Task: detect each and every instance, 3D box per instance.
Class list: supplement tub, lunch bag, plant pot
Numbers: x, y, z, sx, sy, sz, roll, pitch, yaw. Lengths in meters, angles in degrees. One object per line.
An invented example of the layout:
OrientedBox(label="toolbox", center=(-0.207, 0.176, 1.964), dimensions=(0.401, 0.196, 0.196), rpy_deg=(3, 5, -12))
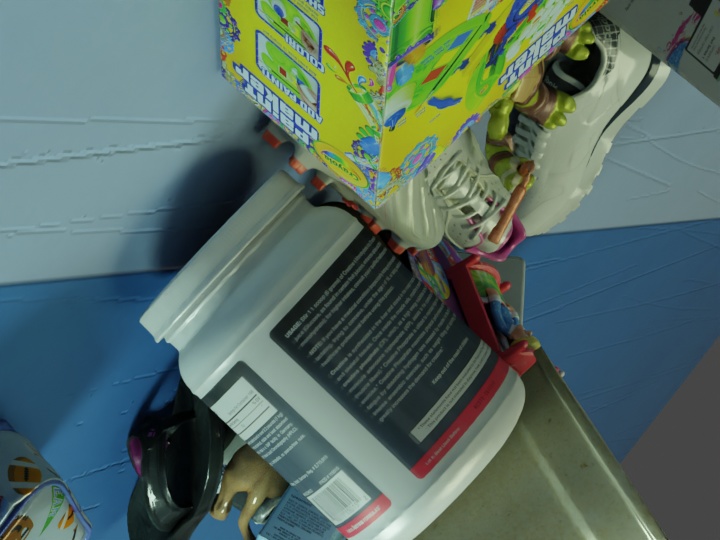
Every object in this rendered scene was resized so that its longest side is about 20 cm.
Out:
OrientedBox(label="supplement tub", center=(-0.016, 0.053, 1.186), dimensions=(0.140, 0.200, 0.140), rpy_deg=(-46, -178, 2))
OrientedBox(label="lunch bag", center=(-0.248, 0.187, 1.168), dimensions=(0.200, 0.076, 0.160), rpy_deg=(-45, 164, -15))
OrientedBox(label="plant pot", center=(0.094, 0.182, 1.287), dimensions=(0.183, 0.201, 0.200), rpy_deg=(-34, 162, 3))

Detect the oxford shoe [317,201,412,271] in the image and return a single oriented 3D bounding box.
OrientedBox(label="oxford shoe", center=(0.000, 0.000, 1.399), dimensions=(0.200, 0.072, 0.085), rpy_deg=(65, 29, -58))

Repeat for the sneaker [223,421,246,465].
OrientedBox(label="sneaker", center=(-0.055, 0.113, 1.461), dimensions=(0.074, 0.079, 0.200), rpy_deg=(-52, 161, 15))

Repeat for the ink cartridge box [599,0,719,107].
OrientedBox(label="ink cartridge box", center=(0.260, -0.174, 1.418), dimensions=(0.084, 0.200, 0.145), rpy_deg=(-55, 161, 20))

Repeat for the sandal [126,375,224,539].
OrientedBox(label="sandal", center=(-0.133, 0.141, 1.357), dimensions=(0.048, 0.076, 0.201), rpy_deg=(-6, 142, -27))

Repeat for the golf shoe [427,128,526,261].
OrientedBox(label="golf shoe", center=(0.066, -0.061, 1.372), dimensions=(0.075, 0.091, 0.200), rpy_deg=(-48, 161, 2))

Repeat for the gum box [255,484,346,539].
OrientedBox(label="gum box", center=(-0.018, 0.150, 1.354), dimensions=(0.200, 0.044, 0.170), rpy_deg=(-56, 171, -36))

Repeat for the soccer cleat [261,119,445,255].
OrientedBox(label="soccer cleat", center=(0.015, -0.068, 1.233), dimensions=(0.078, 0.069, 0.200), rpy_deg=(-47, 149, 4))

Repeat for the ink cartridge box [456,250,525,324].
OrientedBox(label="ink cartridge box", center=(0.074, 0.097, 1.617), dimensions=(0.200, 0.083, 0.146), rpy_deg=(99, -4, -58))

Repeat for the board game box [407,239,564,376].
OrientedBox(label="board game box", center=(0.104, 0.044, 1.434), dimensions=(0.039, 0.200, 0.158), rpy_deg=(-31, -174, 16))

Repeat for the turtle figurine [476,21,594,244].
OrientedBox(label="turtle figurine", center=(0.104, -0.123, 1.354), dimensions=(0.161, 0.064, 0.201), rpy_deg=(-17, 111, -68))

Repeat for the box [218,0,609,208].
OrientedBox(label="box", center=(0.038, -0.173, 1.027), dimensions=(0.200, 0.122, 0.193), rpy_deg=(-42, 161, -22))

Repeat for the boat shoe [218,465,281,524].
OrientedBox(label="boat shoe", center=(-0.048, 0.168, 1.602), dimensions=(0.074, 0.068, 0.199), rpy_deg=(-51, 162, 7))

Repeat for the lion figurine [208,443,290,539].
OrientedBox(label="lion figurine", center=(-0.052, 0.087, 1.318), dimensions=(0.122, 0.072, 0.201), rpy_deg=(147, -52, -77))

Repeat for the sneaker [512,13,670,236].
OrientedBox(label="sneaker", center=(0.146, -0.111, 1.517), dimensions=(0.080, 0.076, 0.200), rpy_deg=(-1, 131, -44))
